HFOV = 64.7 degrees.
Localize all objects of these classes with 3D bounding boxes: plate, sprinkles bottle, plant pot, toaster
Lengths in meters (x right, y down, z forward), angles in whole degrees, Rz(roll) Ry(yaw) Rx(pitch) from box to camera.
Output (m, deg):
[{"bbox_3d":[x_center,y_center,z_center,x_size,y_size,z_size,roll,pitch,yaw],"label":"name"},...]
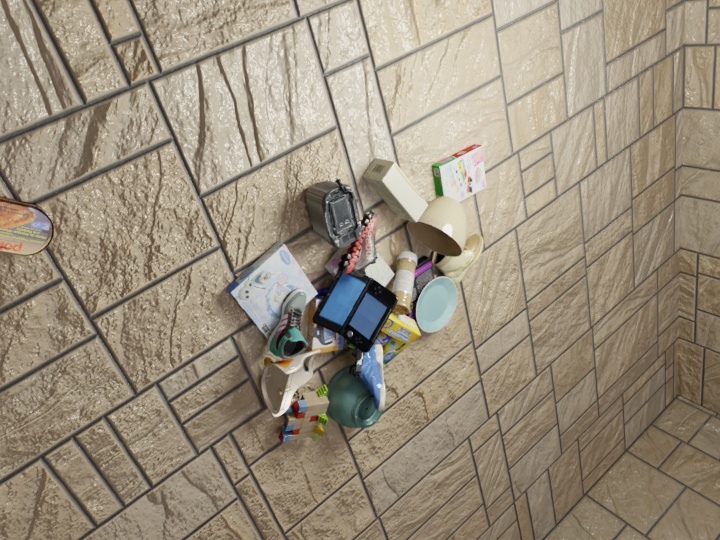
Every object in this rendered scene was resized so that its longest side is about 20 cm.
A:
[{"bbox_3d":[0.260,0.116,1.972,0.197,0.025,0.205,-14,114,-34],"label":"plate"},{"bbox_3d":[0.137,0.038,1.808,0.068,0.067,0.203,41,47,-38],"label":"sprinkles bottle"},{"bbox_3d":[-0.006,0.431,1.860,0.197,0.133,0.205,-13,113,-32],"label":"plant pot"},{"bbox_3d":[0.264,-0.155,1.823,0.200,0.198,0.136,42,71,-38],"label":"plant pot"},{"bbox_3d":[-0.081,-0.169,1.594,0.112,0.128,0.204,-28,121,-25],"label":"toaster"}]

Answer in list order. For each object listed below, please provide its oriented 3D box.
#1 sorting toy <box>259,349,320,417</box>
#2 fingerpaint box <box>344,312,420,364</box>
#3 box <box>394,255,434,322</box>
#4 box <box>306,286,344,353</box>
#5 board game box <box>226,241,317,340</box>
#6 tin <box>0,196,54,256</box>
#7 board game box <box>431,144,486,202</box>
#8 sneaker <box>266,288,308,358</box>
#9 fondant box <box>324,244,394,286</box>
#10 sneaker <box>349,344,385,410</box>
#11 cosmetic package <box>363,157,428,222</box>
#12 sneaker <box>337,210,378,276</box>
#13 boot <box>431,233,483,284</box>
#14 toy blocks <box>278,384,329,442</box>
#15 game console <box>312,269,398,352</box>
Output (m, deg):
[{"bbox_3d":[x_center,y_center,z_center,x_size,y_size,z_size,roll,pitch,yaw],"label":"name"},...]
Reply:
[{"bbox_3d":[-0.198,0.304,1.687,0.178,0.107,0.203,-20,142,-40],"label":"sorting toy"},{"bbox_3d":[0.068,0.202,1.829,0.166,0.074,0.199,-42,132,19],"label":"fingerpaint box"},{"bbox_3d":[0.196,0.071,1.946,0.141,0.036,0.204,-30,120,-26],"label":"box"},{"bbox_3d":[-0.101,0.152,1.751,0.117,0.041,0.205,-6,112,-34],"label":"box"},{"bbox_3d":[-0.246,0.058,1.607,0.199,0.043,0.202,-42,126,-15],"label":"board game box"},{"bbox_3d":[-0.750,-0.096,1.184,0.197,0.042,0.114,13,94,-39],"label":"tin"},{"bbox_3d":[0.335,-0.315,1.908,0.198,0.040,0.156,-28,121,-26],"label":"board game box"},{"bbox_3d":[-0.184,0.160,1.585,0.083,0.120,0.203,21,95,-40],"label":"sneaker"},{"bbox_3d":[0.000,0.000,1.761,0.145,0.058,0.200,-50,127,-11],"label":"fondant box"},{"bbox_3d":[0.019,0.336,1.772,0.108,0.077,0.205,-3,87,-6],"label":"sneaker"},{"bbox_3d":[0.108,-0.243,1.726,0.074,0.103,0.200,-53,129,-8],"label":"cosmetic package"},{"bbox_3d":[0.013,-0.071,1.661,0.097,0.071,0.204,27,80,-23],"label":"sneaker"},{"bbox_3d":[0.337,-0.068,1.977,0.201,0.073,0.155,-53,131,-2],"label":"boot"},{"bbox_3d":[-0.183,0.452,1.758,0.134,0.100,0.203,-1,126,-30],"label":"toy blocks"},{"bbox_3d":[-0.014,0.117,1.693,0.203,0.171,0.118,-60,153,7],"label":"game console"}]
